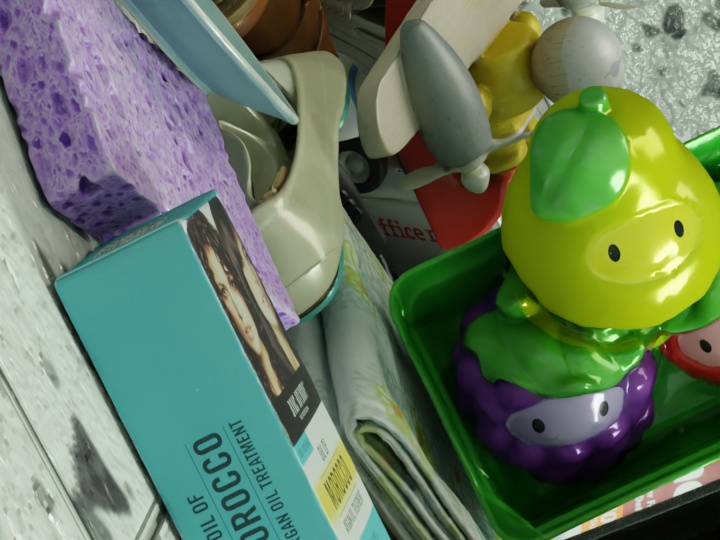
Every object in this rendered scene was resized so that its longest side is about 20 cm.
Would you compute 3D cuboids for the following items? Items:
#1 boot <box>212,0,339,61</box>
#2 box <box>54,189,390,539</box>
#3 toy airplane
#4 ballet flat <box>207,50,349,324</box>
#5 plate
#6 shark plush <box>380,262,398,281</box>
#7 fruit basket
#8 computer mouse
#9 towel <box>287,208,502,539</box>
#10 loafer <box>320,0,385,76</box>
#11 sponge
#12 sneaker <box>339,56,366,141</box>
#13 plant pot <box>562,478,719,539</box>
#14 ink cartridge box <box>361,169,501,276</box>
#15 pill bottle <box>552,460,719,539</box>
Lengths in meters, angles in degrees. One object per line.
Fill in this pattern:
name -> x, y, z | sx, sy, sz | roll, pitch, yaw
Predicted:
boot -> -0.049, -0.128, 1.335 | 0.201, 0.073, 0.155 | -96, 165, -52
box -> -0.031, 0.076, 0.932 | 0.201, 0.049, 0.082 | 64, 9, -5
toy airplane -> 0.061, -0.122, 1.323 | 0.199, 0.140, 0.201 | 42, 64, -68
ballet flat -> -0.041, -0.054, 1.208 | 0.070, 0.069, 0.200 | 59, 12, -29
plate -> -0.096, -0.130, 1.103 | 0.200, 0.026, 0.200 | 50, 2, -2
shark plush -> 0.069, 0.082, 1.452 | 0.083, 0.090, 0.201 | -41, 114, -49
fruit basket -> 0.120, 0.012, 1.195 | 0.156, 0.215, 0.216 | 64, 9, 13
computer mouse -> 0.000, 0.000, 1.364 | 0.200, 0.034, 0.059 | 57, -9, -36
towel -> 0.019, 0.071, 1.235 | 0.172, 0.048, 0.200 | 60, 10, -31
loafer -> 0.003, -0.145, 1.461 | 0.199, 0.070, 0.070 | 35, 42, 4
sponge -> -0.083, -0.048, 1.033 | 0.112, 0.030, 0.200 | 68, 10, 22
sneaker -> 0.013, -0.116, 1.530 | 0.076, 0.105, 0.200 | 59, 10, -26
plant pot -> 0.135, 0.217, 1.086 | 0.178, 0.199, 0.200 | 70, -1, -63
ink cartridge box -> 0.097, 0.017, 1.518 | 0.145, 0.083, 0.201 | 9, -46, 56
pill bottle -> 0.152, 0.089, 1.408 | 0.113, 0.199, 0.114 | 30, -55, 55
